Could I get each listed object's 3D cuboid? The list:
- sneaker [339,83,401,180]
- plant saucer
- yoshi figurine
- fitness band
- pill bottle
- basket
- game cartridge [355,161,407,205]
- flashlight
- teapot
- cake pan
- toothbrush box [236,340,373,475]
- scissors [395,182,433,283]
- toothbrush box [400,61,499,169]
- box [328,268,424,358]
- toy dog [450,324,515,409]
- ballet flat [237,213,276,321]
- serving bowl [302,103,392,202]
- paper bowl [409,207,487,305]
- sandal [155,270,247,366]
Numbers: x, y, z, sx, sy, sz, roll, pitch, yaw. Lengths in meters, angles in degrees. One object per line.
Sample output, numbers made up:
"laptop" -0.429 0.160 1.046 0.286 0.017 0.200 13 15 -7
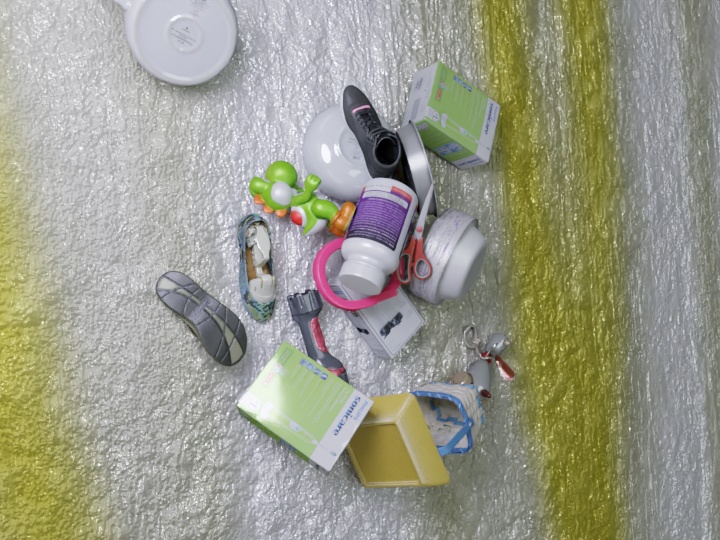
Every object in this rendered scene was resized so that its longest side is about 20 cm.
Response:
"sneaker" 0.024 -0.267 1.267 0.070 0.099 0.201 -21 90 -17
"plant saucer" 0.046 0.340 1.295 0.048 0.199 0.201 -39 110 -53
"yoshi figurine" -0.106 -0.145 1.270 0.199 0.113 0.112 23 29 -4
"fitness band" 0.000 0.000 1.312 0.199 0.037 0.144 -17 86 -30
"pill bottle" 0.029 -0.061 1.257 0.111 0.111 0.201 32 64 -28
"basket" 0.155 0.314 1.386 0.200 0.176 0.140 -22 104 -43
"game cartridge" 0.047 -0.187 1.424 0.133 0.041 0.201 -2 89 -38
"flashlight" -0.077 0.135 1.308 0.068 0.068 0.201 -23 101 -59
"teapot" -0.308 -0.420 1.141 0.196 0.146 0.201 -22 131 -7
"cake pan" 0.110 -0.198 1.349 0.037 0.200 0.201 -16 98 1
"toothbrush box" -0.099 0.248 1.220 0.199 0.086 0.146 32 68 8
"scissors" 0.103 -0.067 1.288 0.073 0.014 0.201 -1 113 -2
"toothbrush box" 0.200 -0.336 1.489 0.199 0.086 0.146 24 71 -31
"box" 0.031 0.069 1.385 0.117 0.060 0.200 -47 111 -26
"toy dog" 0.288 0.225 1.525 0.132 0.096 0.201 26 74 -30
"ballet flat" -0.186 -0.005 1.241 0.074 0.074 0.201 -12 94 -33
"serving bowl" -0.012 -0.240 1.340 0.199 0.066 0.201 2 85 -18
"paper bowl" 0.191 -0.021 1.408 0.201 0.104 0.201 -52 157 -33
"sandal" -0.275 0.080 1.189 0.080 0.057 0.201 -43 96 -21
